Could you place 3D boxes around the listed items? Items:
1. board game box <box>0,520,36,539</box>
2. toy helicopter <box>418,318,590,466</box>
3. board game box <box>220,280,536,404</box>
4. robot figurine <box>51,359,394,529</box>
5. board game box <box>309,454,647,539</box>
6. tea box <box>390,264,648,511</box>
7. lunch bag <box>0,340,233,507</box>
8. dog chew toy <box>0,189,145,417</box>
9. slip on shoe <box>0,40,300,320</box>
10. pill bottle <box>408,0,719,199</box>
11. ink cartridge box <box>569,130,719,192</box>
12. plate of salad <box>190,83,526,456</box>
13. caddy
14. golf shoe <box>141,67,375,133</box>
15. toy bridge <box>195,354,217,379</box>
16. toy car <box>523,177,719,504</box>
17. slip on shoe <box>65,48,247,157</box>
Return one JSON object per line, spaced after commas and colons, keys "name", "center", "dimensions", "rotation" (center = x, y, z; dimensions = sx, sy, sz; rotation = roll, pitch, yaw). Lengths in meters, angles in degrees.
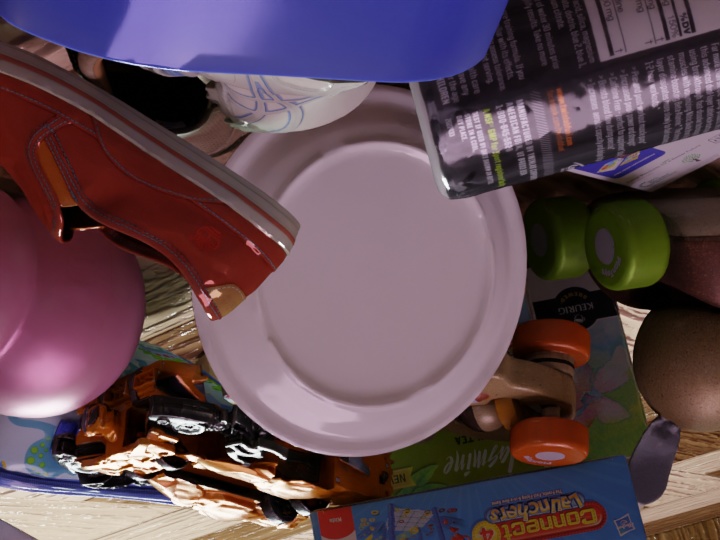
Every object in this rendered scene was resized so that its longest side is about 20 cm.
{"name": "board game box", "center": [-0.289, 0.114, 0.754], "dimensions": [0.199, 0.041, 0.200], "rotation": [8, 155, 33]}
{"name": "toy helicopter", "center": [0.035, 0.069, 0.862], "dimensions": [0.199, 0.079, 0.132], "rotation": [16, 154, -25]}
{"name": "board game box", "center": [0.010, 0.023, 0.945], "dimensions": [0.199, 0.105, 0.103], "rotation": [-14, 160, 9]}
{"name": "robot figurine", "center": [-0.083, 0.108, 0.861], "dimensions": [0.145, 0.058, 0.200], "rotation": [-24, 143, 39]}
{"name": "board game box", "center": [0.072, 0.190, 0.937], "dimensions": [0.195, 0.056, 0.200], "rotation": [-10, 157, -2]}
{"name": "tea box", "center": [0.096, 0.097, 1.059], "dimensions": [0.199, 0.197, 0.134], "rotation": [-12, 161, -1]}
{"name": "lunch bag", "center": [-0.182, 0.095, 0.955], "dimensions": [0.200, 0.083, 0.161], "rotation": [12, -171, -40]}
{"name": "dog chew toy", "center": [-0.210, 0.005, 0.762], "dimensions": [0.124, 0.125, 0.200], "rotation": [-24, 149, 31]}
{"name": "slip on shoe", "center": [-0.124, -0.045, 0.615], "dimensions": [0.200, 0.061, 0.074], "rotation": [31, 172, 3]}
{"name": "pill bottle", "center": [0.119, -0.106, 0.643], "dimensions": [0.199, 0.107, 0.106], "rotation": [-14, 160, 4]}
{"name": "ink cartridge box", "center": [0.140, -0.092, 0.801], "dimensions": [0.200, 0.039, 0.099], "rotation": [7, 153, -45]}
{"name": "plate of salad", "center": [0.000, 0.000, 0.777], "dimensions": [0.199, 0.201, 0.048], "rotation": [-2, -173, -26]}
{"name": "caddy", "center": [-0.031, -0.134, 0.429], "dimensions": [0.199, 0.142, 0.105], "rotation": [-1, 127, -28]}
{"name": "golf shoe", "center": [-0.018, -0.089, 0.585], "dimensions": [0.097, 0.079, 0.200], "rotation": [16, -175, 21]}
{"name": "toy bridge", "center": [-0.207, 0.087, 1.116], "dimensions": [0.199, 0.027, 0.067], "rotation": [0, 159, -28]}
{"name": "toy car", "center": [0.212, 0.046, 0.934], "dimensions": [0.164, 0.201, 0.158], "rotation": [-7, -173, -22]}
{"name": "slip on shoe", "center": [-0.089, -0.085, 0.653], "dimensions": [0.076, 0.061, 0.200], "rotation": [-11, 160, -1]}
